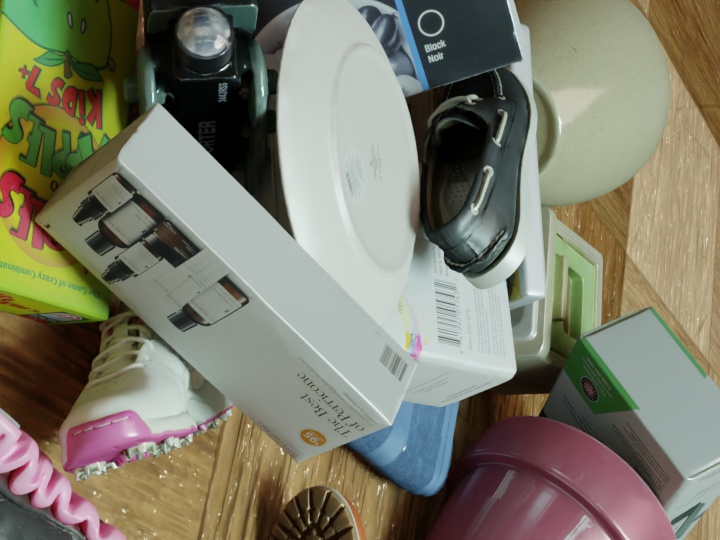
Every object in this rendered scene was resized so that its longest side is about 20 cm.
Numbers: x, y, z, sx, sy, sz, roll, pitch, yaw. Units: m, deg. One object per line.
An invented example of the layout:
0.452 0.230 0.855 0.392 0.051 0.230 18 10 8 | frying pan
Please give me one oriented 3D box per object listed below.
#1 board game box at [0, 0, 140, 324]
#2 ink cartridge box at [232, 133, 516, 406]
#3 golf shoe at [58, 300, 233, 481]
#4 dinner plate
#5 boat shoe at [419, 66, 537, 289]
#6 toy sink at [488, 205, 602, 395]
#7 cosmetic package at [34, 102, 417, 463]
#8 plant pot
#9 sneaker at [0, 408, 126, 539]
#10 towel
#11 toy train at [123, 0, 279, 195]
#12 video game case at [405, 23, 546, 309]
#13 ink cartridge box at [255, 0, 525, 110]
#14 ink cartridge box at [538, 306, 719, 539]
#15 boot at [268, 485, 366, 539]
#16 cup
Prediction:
-0.176 -0.081 0.702 0.101 0.047 0.203 23 66 -56 | board game box
0.000 0.000 0.871 0.198 0.084 0.146 15 61 -37 | ink cartridge box
-0.126 0.059 0.714 0.200 0.074 0.093 -9 81 -86 | golf shoe
0.002 -0.064 0.762 0.200 0.024 0.203 -6 90 -67 | dinner plate
0.074 -0.081 0.858 0.060 0.075 0.201 37 33 -31 | boat shoe
0.129 0.023 1.127 0.199 0.111 0.132 29 61 -53 | toy sink
-0.068 0.014 0.683 0.200 0.082 0.051 45 46 -19 | cosmetic package
0.124 0.247 1.031 0.179 0.199 0.202 -41 121 -35 | plant pot
-0.181 0.141 0.659 0.096 0.079 0.201 -49 129 -22 | sneaker
0.012 0.088 0.987 0.200 0.048 0.113 46 48 -47 | towel
-0.092 -0.115 0.746 0.200 0.084 0.115 111 -26 -72 | toy train
0.077 -0.061 0.992 0.023 0.182 0.203 4 76 -27 | video game case
-0.009 -0.206 0.860 0.044 0.196 0.202 -85 157 -66 | ink cartridge box
0.224 0.153 1.094 0.083 0.147 0.201 -21 150 -26 | ink cartridge box
-0.013 0.238 0.911 0.107 0.074 0.203 -23 113 -60 | boot
0.143 -0.136 1.084 0.143 0.198 0.203 -36 116 -56 | cup
